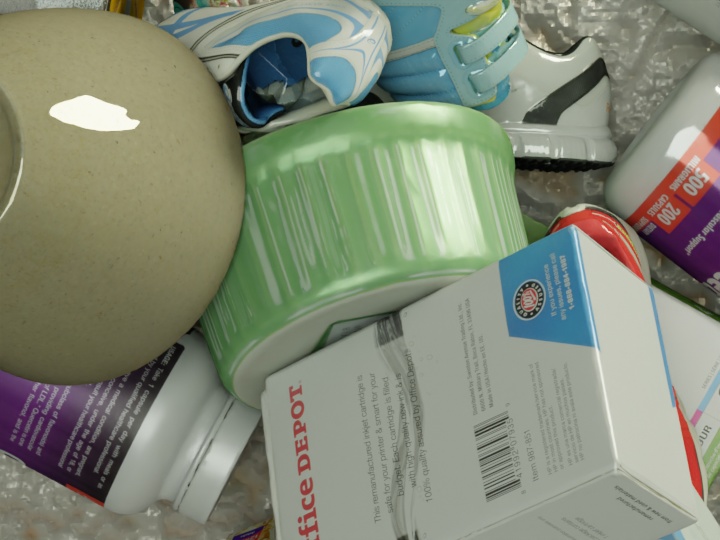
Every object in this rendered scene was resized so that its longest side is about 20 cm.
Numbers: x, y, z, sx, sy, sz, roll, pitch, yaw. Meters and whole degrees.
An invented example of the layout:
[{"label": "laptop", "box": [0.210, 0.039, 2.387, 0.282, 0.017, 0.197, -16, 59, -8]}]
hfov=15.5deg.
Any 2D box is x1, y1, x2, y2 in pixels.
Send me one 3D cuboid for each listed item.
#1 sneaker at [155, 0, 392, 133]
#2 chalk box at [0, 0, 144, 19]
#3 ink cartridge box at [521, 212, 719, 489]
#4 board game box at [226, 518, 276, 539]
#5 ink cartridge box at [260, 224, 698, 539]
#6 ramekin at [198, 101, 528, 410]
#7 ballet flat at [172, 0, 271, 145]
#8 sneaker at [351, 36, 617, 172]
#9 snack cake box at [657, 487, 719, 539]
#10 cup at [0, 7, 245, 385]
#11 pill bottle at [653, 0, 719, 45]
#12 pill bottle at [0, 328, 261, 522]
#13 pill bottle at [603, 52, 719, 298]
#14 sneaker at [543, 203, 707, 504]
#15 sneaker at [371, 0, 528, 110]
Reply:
[{"label": "sneaker", "box": [-0.070, -0.103, 1.419, 0.200, 0.073, 0.072, -12, 119, 43]}, {"label": "chalk box", "box": [-0.220, -0.205, 1.484, 0.199, 0.124, 0.125, 11, 95, 3]}, {"label": "ink cartridge box", "box": [0.114, 0.061, 1.507, 0.200, 0.076, 0.148, 29, 95, -1]}, {"label": "board game box", "box": [0.039, 0.187, 1.490, 0.200, 0.046, 0.152, -24, 107, 23]}, {"label": "ink cartridge box", "box": [0.057, 0.090, 1.347, 0.200, 0.084, 0.145, -27, 52, 26]}, {"label": "ramekin", "box": [0.000, 0.000, 1.437, 0.200, 0.200, 0.098, -18, 67, 4]}, {"label": "ballet flat", "box": [-0.075, -0.161, 1.489, 0.064, 0.076, 0.200, -15, 123, -15]}, {"label": "sneaker", "box": [0.048, -0.101, 1.503, 0.199, 0.074, 0.080, 3, 88, -12]}, {"label": "snack cake box", "box": [0.099, 0.182, 1.409, 0.200, 0.067, 0.115, -29, 106, 24]}, {"label": "cup", "box": [-0.179, -0.046, 1.341, 0.200, 0.143, 0.201, -3, 83, 24]}, {"label": "pill bottle", "box": [0.271, -0.146, 1.467, 0.200, 0.114, 0.114, 33, 95, 0]}, {"label": "pill bottle", "box": [-0.158, 0.063, 1.495, 0.200, 0.112, 0.113, 28, 95, 1]}, {"label": "pill bottle", "box": [0.242, -0.023, 1.477, 0.200, 0.112, 0.113, 37, 95, 0]}, {"label": "sneaker", "box": [0.135, 0.064, 1.427, 0.077, 0.085, 0.200, -16, 90, 6]}, {"label": "sneaker", "box": [0.067, -0.160, 1.404, 0.200, 0.080, 0.131, -31, 110, 36]}]
